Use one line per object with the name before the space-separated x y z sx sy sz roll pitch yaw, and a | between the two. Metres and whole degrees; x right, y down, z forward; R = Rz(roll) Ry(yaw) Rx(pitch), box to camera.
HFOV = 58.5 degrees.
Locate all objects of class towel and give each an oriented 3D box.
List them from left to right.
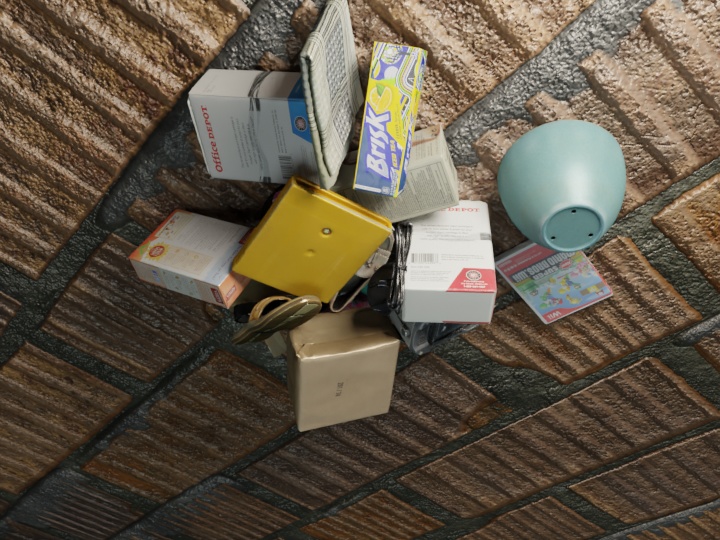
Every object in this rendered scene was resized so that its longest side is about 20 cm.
towel | -0.033 -0.240 0.860 0.034 0.194 0.202 3 134 11

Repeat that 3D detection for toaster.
toaster | 0.134 0.047 1.128 0.198 0.129 0.115 -22 142 -25

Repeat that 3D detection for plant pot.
plant pot | 0.316 -0.107 0.990 0.196 0.136 0.202 3 135 3

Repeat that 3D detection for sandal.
sandal | -0.149 0.074 1.063 0.199 0.055 0.080 -27 159 38

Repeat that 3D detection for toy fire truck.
toy fire truck | -0.144 0.072 1.201 0.173 0.131 0.200 -10 161 -2

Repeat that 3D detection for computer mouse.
computer mouse | 0.041 -0.003 0.994 0.045 0.143 0.200 9 174 -3

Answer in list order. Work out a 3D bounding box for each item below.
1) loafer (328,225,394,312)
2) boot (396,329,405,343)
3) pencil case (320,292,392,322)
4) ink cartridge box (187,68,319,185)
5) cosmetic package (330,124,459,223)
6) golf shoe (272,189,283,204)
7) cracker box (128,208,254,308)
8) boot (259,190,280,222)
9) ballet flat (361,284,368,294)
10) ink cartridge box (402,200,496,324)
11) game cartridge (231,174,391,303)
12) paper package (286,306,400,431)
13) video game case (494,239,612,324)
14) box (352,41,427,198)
loafer | 0.000 0.000 1.071 0.071 0.064 0.200 18 140 -20
boot | -0.005 0.146 1.266 0.198 0.069 0.130 -4 157 -44
pencil case | -0.010 0.079 1.244 0.197 0.088 0.088 -16 130 22
ink cartridge box | -0.135 -0.211 0.953 0.197 0.087 0.148 8 136 14
cosmetic package | 0.048 -0.141 1.018 0.197 0.088 0.104 -13 133 16
golf shoe | -0.101 -0.060 1.049 0.075 0.091 0.201 37 140 16
cracker box | -0.270 -0.024 1.087 0.197 0.135 0.058 15 139 25
boot | -0.143 -0.066 1.133 0.074 0.075 0.201 9 143 -20
ballet flat | -0.022 -0.042 1.135 0.067 0.068 0.201 -11 131 25
ink cartridge box | 0.140 -0.018 1.050 0.142 0.202 0.084 2 138 4
game cartridge | -0.077 -0.038 0.982 0.174 0.033 0.200 23 131 -26
paper package | -0.036 0.174 1.155 0.187 0.104 0.202 -8 132 -16
video game case | 0.354 0.012 1.182 0.142 0.018 0.200 -29 125 29
box | 0.041 -0.210 0.904 0.069 0.064 0.203 12 108 11
